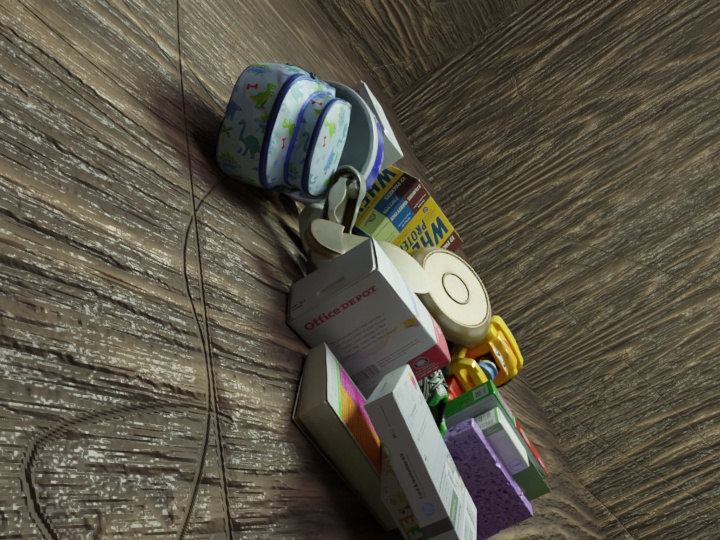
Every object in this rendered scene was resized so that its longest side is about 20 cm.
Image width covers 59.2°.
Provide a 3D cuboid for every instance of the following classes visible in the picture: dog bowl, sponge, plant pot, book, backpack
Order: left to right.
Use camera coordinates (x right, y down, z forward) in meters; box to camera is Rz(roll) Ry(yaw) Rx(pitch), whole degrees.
[{"bbox_3d":[-0.104,-0.199,0.912,0.145,0.186,0.200,22,12,15],"label":"backpack"},{"bbox_3d":[-0.061,-0.208,1.064,0.203,0.198,0.079,62,13,9],"label":"dog bowl"},{"bbox_3d":[-0.004,0.202,0.788,0.202,0.048,0.134,57,14,-21],"label":"book"},{"bbox_3d":[0.165,0.037,1.133,0.198,0.027,0.203,24,45,-26],"label":"plant pot"},{"bbox_3d":[0.181,0.338,1.010,0.202,0.110,0.030,56,16,-15],"label":"sponge"}]

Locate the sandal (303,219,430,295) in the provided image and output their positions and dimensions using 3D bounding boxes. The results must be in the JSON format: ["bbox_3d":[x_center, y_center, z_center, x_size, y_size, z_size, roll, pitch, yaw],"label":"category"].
[{"bbox_3d":[0.000,-0.005,0.925,0.209,0.070,0.079,24,44,-26],"label":"sandal"}]

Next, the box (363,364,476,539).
[{"bbox_3d":[0.074,0.221,0.729,0.203,0.041,0.156,66,11,2],"label":"box"}]

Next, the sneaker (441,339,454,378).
[{"bbox_3d":[0.153,0.101,1.147,0.077,0.089,0.203,103,-10,-53],"label":"sneaker"}]

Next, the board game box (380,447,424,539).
[{"bbox_3d":[0.071,0.268,0.805,0.136,0.034,0.200,62,11,-15],"label":"board game box"}]

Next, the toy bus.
[{"bbox_3d":[0.190,0.195,1.164,0.137,0.198,0.192,59,22,-9],"label":"toy bus"}]

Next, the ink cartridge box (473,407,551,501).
[{"bbox_3d":[0.214,0.340,1.051,0.202,0.144,0.048,56,16,-15],"label":"ink cartridge box"}]

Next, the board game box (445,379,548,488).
[{"bbox_3d":[0.208,0.304,1.087,0.201,0.151,0.040,55,15,-19],"label":"board game box"}]

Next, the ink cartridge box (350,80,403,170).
[{"bbox_3d":[-0.039,-0.226,1.171,0.084,0.198,0.147,38,26,-52],"label":"ink cartridge box"}]

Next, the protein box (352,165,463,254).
[{"bbox_3d":[0.058,-0.097,1.240,0.199,0.135,0.199,37,-7,48],"label":"protein box"}]

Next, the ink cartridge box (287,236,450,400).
[{"bbox_3d":[0.013,0.077,0.879,0.201,0.146,0.086,52,16,-29],"label":"ink cartridge box"}]

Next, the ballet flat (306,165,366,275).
[{"bbox_3d":[-0.043,-0.062,0.948,0.064,0.066,0.204,44,60,-72],"label":"ballet flat"}]

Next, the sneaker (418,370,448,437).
[{"bbox_3d":[0.105,0.163,0.975,0.077,0.085,0.205,-4,90,-36],"label":"sneaker"}]

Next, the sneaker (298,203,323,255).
[{"bbox_3d":[-0.050,-0.039,1.071,0.201,0.075,0.089,56,1,-36],"label":"sneaker"}]
